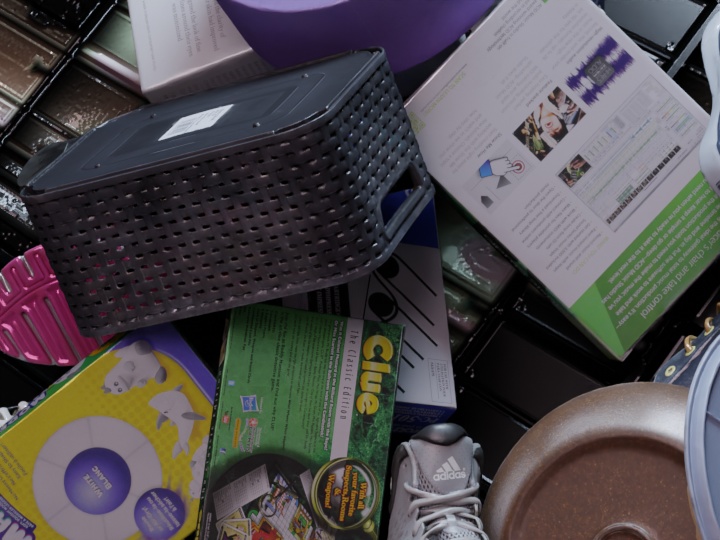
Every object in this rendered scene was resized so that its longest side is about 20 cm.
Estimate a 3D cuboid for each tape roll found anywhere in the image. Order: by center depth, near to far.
[{"bbox_3d":[-0.006,-0.221,1.261,0.199,0.085,0.201,-9,61,17],"label":"tape roll"}]

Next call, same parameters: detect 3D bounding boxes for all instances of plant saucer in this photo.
[{"bbox_3d":[0.149,0.160,1.129,0.200,0.037,0.201,-5,80,25],"label":"plant saucer"}]

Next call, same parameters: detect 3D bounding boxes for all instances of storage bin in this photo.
[{"bbox_3d":[-0.074,-0.046,1.175,0.199,0.094,0.135,-12,21,25],"label":"storage bin"}]

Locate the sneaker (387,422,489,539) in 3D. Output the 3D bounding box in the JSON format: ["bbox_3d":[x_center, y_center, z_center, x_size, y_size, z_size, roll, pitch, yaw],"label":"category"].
[{"bbox_3d":[0.044,0.143,1.111,0.075,0.200,0.116,2,93,-12],"label":"sneaker"}]

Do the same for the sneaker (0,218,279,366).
[{"bbox_3d":[-0.145,0.005,1.323,0.199,0.088,0.082,-19,92,-5],"label":"sneaker"}]

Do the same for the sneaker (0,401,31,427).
[{"bbox_3d":[-0.218,0.107,1.273,0.199,0.130,0.080,-38,58,-1],"label":"sneaker"}]

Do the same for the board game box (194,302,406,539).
[{"bbox_3d":[-0.038,0.122,1.167,0.104,0.023,0.201,10,79,-8],"label":"board game box"}]

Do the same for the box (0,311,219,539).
[{"bbox_3d":[-0.159,0.126,1.194,0.200,0.048,0.117,-39,95,-1],"label":"box"}]

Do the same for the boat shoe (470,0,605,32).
[{"bbox_3d":[0.131,-0.137,1.305,0.075,0.093,0.200,-29,82,50],"label":"boat shoe"}]

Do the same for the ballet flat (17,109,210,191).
[{"bbox_3d":[-0.147,-0.065,1.338,0.200,0.057,0.067,-8,49,46],"label":"ballet flat"}]

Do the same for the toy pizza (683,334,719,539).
[{"bbox_3d":[0.235,0.120,1.082,0.032,0.200,0.201,-27,50,47],"label":"toy pizza"}]

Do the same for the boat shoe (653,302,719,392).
[{"bbox_3d":[0.214,0.045,1.179,0.091,0.071,0.201,-3,64,20],"label":"boat shoe"}]

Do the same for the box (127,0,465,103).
[{"bbox_3d":[-0.045,-0.184,1.372,0.199,0.106,0.153,-18,58,11],"label":"box"}]

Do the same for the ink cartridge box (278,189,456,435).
[{"bbox_3d":[0.000,0.000,1.271,0.094,0.044,0.201,8,59,-21],"label":"ink cartridge box"}]

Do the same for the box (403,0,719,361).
[{"bbox_3d":[0.130,-0.065,1.227,0.200,0.036,0.144,44,88,0],"label":"box"}]

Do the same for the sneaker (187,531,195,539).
[{"bbox_3d":[-0.050,0.215,1.192,0.108,0.067,0.202,-6,60,20],"label":"sneaker"}]

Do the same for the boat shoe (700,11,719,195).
[{"bbox_3d":[0.252,-0.116,1.193,0.091,0.071,0.200,-45,18,34],"label":"boat shoe"}]
